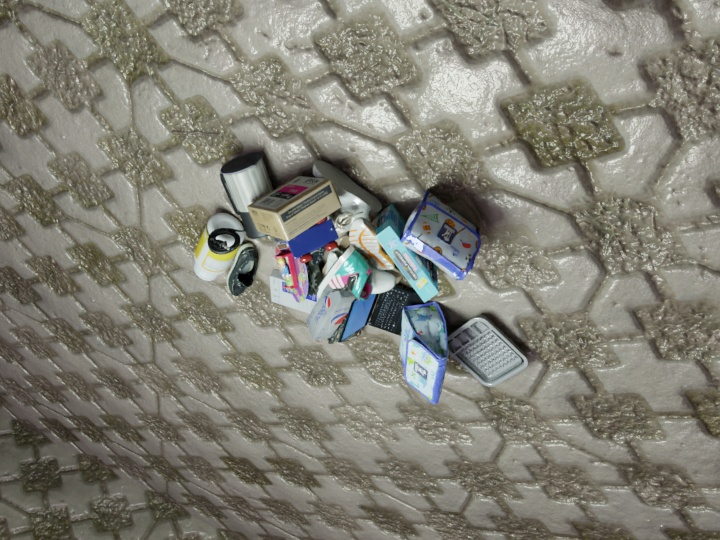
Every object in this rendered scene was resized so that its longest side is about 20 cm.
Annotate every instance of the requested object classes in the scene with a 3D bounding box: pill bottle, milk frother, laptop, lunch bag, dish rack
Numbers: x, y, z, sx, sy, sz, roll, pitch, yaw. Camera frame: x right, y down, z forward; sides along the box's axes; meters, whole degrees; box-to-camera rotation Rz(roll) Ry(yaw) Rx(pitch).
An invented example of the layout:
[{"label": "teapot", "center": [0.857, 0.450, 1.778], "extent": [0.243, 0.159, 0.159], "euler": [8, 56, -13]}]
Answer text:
[{"label": "pill bottle", "center": [-0.416, -0.062, 1.660], "extent": [0.111, 0.113, 0.201], "euler": [37, 132, -5]}, {"label": "milk frother", "center": [-0.317, -0.168, 1.475], "extent": [0.175, 0.201, 0.193], "euler": [1, 125, 30]}, {"label": "laptop", "center": [0.058, 0.134, 1.552], "extent": [0.193, 0.105, 0.180], "euler": [18, 135, -2]}, {"label": "lunch bag", "center": [0.173, 0.217, 1.507], "extent": [0.123, 0.203, 0.174], "euler": [-9, 131, -12]}, {"label": "dish rack", "center": [0.334, 0.210, 1.541], "extent": [0.199, 0.044, 0.171], "euler": [42, 131, -7]}, {"label": "lunch bag", "center": [0.180, -0.074, 1.291], "extent": [0.167, 0.201, 0.126], "euler": [33, 117, -1]}]

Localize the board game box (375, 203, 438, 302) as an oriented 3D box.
[{"label": "board game box", "center": [0.113, -0.045, 1.381], "extent": [0.046, 0.152, 0.202], "euler": [-32, 108, 19]}]

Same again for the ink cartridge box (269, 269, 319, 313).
[{"label": "ink cartridge box", "center": [-0.173, 0.071, 1.690], "extent": [0.194, 0.040, 0.102], "euler": [18, 130, 15]}]

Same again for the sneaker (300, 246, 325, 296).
[{"label": "sneaker", "center": [-0.147, -0.039, 1.569], "extent": [0.086, 0.075, 0.207], "euler": [39, 126, 50]}]

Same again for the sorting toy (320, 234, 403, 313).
[{"label": "sorting toy", "center": [0.001, 0.010, 1.565], "extent": [0.196, 0.037, 0.187], "euler": [31, 132, -4]}]

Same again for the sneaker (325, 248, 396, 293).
[{"label": "sneaker", "center": [0.000, 0.000, 1.486], "extent": [0.193, 0.071, 0.082], "euler": [15, 129, 11]}]

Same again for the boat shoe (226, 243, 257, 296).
[{"label": "boat shoe", "center": [-0.343, 0.016, 1.700], "extent": [0.067, 0.073, 0.202], "euler": [52, 131, 30]}]

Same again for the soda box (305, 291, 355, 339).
[{"label": "soda box", "center": [-0.080, 0.107, 1.586], "extent": [0.202, 0.062, 0.070], "euler": [-56, 49, 40]}]

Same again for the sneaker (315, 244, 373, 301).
[{"label": "sneaker", "center": [-0.030, 0.035, 1.438], "extent": [0.120, 0.084, 0.201], "euler": [40, 138, 0]}]

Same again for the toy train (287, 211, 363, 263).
[{"label": "toy train", "center": [-0.080, -0.093, 1.416], "extent": [0.195, 0.116, 0.087], "euler": [-25, 92, 0]}]

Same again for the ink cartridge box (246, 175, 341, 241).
[{"label": "ink cartridge box", "center": [-0.163, -0.154, 1.380], "extent": [0.198, 0.163, 0.077], "euler": [17, 137, 57]}]

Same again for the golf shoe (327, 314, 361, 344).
[{"label": "golf shoe", "center": [-0.028, 0.144, 1.651], "extent": [0.091, 0.080, 0.200], "euler": [6, 148, -26]}]

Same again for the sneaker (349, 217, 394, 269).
[{"label": "sneaker", "center": [0.032, -0.078, 1.406], "extent": [0.076, 0.080, 0.200], "euler": [3, 154, 27]}]

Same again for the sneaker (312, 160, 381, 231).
[{"label": "sneaker", "center": [-0.055, -0.172, 1.425], "extent": [0.198, 0.074, 0.116], "euler": [37, 129, -5]}]

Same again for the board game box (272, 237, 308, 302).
[{"label": "board game box", "center": [-0.206, -0.005, 1.573], "extent": [0.203, 0.038, 0.161], "euler": [57, 147, 29]}]
